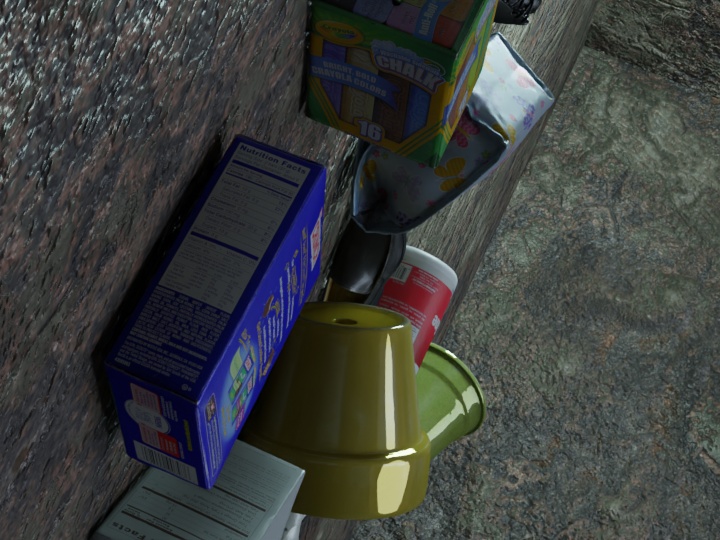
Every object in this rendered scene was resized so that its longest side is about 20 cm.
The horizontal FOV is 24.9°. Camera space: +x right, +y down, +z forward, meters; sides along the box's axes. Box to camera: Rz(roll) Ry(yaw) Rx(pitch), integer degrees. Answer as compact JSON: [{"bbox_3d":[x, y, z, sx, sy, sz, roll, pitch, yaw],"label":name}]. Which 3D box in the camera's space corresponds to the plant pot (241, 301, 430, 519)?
[{"bbox_3d":[-0.022,0.136,1.688,0.201,0.200,0.189,-37,133,-74],"label":"plant pot"}]

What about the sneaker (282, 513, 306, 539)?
[{"bbox_3d":[-0.102,0.305,2.061,0.080,0.074,0.200,84,22,-44],"label":"sneaker"}]

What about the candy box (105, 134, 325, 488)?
[{"bbox_3d":[-0.098,0.031,1.166,0.169,0.077,0.200,95,20,-62],"label":"candy box"}]

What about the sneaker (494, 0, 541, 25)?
[{"bbox_3d":[0.130,-0.277,1.567,0.076,0.091,0.200,-66,171,8],"label":"sneaker"}]

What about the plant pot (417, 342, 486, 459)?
[{"bbox_3d":[0.075,0.247,2.682,0.184,0.200,0.200,-45,160,-38],"label":"plant pot"}]

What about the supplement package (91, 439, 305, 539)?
[{"bbox_3d":[-0.142,0.234,1.355,0.200,0.117,0.117,-52,164,-61],"label":"supplement package"}]

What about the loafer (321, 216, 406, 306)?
[{"bbox_3d":[0.000,0.000,1.822,0.072,0.073,0.200,-53,163,-45],"label":"loafer"}]

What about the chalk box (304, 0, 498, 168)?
[{"bbox_3d":[0.038,-0.201,1.296,0.200,0.124,0.125,99,15,-60],"label":"chalk box"}]

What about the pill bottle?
[{"bbox_3d":[0.041,0.076,2.149,0.112,0.112,0.200,87,27,-73],"label":"pill bottle"}]

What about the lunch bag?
[{"bbox_3d":[0.078,-0.135,1.695,0.200,0.127,0.170,-43,-179,35],"label":"lunch bag"}]
